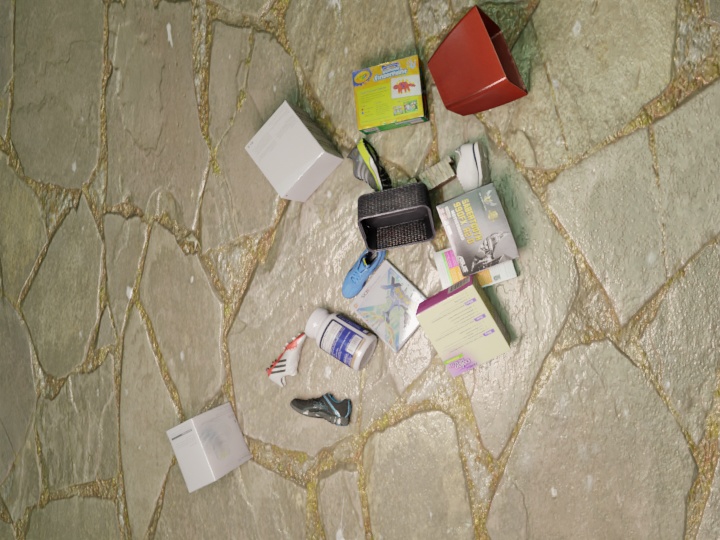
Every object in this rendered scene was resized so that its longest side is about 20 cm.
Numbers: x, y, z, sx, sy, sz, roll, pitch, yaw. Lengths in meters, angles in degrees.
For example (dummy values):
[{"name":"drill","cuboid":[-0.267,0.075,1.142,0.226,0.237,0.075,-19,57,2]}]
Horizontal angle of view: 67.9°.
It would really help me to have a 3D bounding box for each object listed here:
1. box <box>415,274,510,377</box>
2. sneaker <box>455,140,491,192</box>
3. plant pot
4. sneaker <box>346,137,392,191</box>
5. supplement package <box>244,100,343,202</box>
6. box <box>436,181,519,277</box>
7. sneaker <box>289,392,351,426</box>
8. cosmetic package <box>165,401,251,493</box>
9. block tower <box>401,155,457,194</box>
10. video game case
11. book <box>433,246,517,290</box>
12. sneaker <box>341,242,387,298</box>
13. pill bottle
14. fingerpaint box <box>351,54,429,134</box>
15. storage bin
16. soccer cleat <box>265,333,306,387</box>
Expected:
[{"name":"box","cuboid":[0.271,0.145,1.410,0.174,0.097,0.202,-30,98,20]},{"name":"sneaker","cuboid":[0.302,-0.240,1.436,0.079,0.076,0.205,-7,85,35]},{"name":"plant pot","cuboid":[0.289,-0.509,1.368,0.174,0.199,0.203,-26,82,31]},{"name":"sneaker","cuboid":[0.027,-0.277,1.547,0.080,0.073,0.203,-31,74,29]},{"name":"supplement package","cuboid":[-0.195,-0.347,1.586,0.191,0.147,0.201,-42,77,18]},{"name":"box","cuboid":[0.303,-0.105,1.381,0.156,0.048,0.203,-20,98,17]},{"name":"sneaker","cuboid":[-0.119,0.412,1.630,0.196,0.073,0.084,10,79,16]},{"name":"cosmetic package","cuboid":[-0.477,0.556,1.701,0.121,0.199,0.203,-27,82,20]},{"name":"block tower","cuboid":[0.179,-0.239,1.488,0.198,0.054,0.059,-32,81,20]},{"name":"video game case","cuboid":[0.090,0.104,1.551,0.200,0.022,0.183,43,106,15]},{"name":"book","cuboid":[0.308,-0.016,1.447,0.197,0.048,0.136,-19,82,20]},{"name":"sneaker","cuboid":[0.000,0.000,1.556,0.066,0.078,0.201,42,107,13]},{"name":"pill bottle","cuboid":[-0.059,0.196,1.565,0.198,0.115,0.118,30,102,19]},{"name":"fingerpaint box","cuboid":[0.085,-0.491,1.507,0.196,0.073,0.171,-7,90,22]},{"name":"storage bin","cuboid":[0.097,-0.143,1.453,0.196,0.136,0.095,-11,47,11]},{"name":"soccer cleat","cuboid":[-0.215,0.277,1.662,0.085,0.069,0.201,42,109,6]}]
